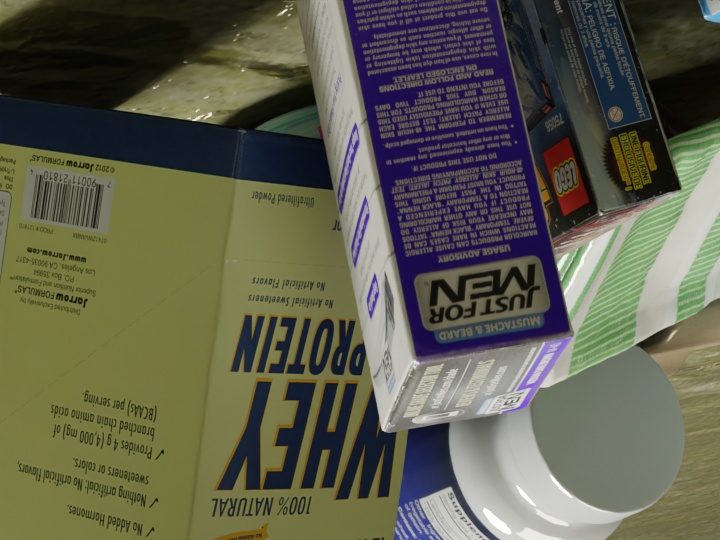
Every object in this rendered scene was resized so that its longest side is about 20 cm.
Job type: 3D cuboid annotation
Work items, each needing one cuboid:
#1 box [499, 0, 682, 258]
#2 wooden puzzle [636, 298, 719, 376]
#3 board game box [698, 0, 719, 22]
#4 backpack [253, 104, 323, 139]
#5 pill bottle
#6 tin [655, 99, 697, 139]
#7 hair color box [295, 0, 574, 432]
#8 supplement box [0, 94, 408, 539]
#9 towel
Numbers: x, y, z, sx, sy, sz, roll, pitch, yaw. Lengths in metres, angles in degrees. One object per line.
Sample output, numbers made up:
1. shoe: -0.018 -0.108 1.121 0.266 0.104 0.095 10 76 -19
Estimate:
1. box: 0.057 -0.071 1.073 0.040 0.138 0.200 -15 174 -19
2. wooden puzzle: 0.176 0.033 1.470 0.184 0.037 0.200 -9 171 -37
3. board game box: 0.272 -0.167 1.162 0.195 0.056 0.199 -28 161 36
4. backpack: 0.000 0.000 1.290 0.175 0.154 0.200 -3 162 -44
5. pill bottle: 0.078 0.103 1.394 0.115 0.116 0.200 -6 167 -32
6. tin: 0.133 -0.053 1.467 0.112 0.042 0.200 -26 162 19
7. hair color box: 0.022 -0.051 0.975 0.064 0.201 0.109 -8 165 -8
8. supplement box: -0.092 0.035 1.105 0.199 0.201 0.134 10 -176 38
9. towel: 0.167 -0.021 1.256 0.199 0.023 0.153 -20 147 -34
